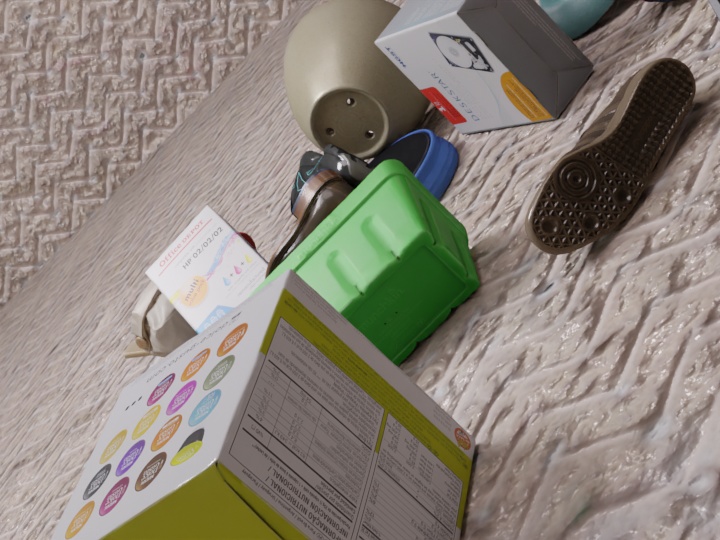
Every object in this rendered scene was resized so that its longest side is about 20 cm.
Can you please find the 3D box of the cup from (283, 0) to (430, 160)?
[{"bbox_3d":[-0.007,-0.216,1.529,0.200,0.200,0.144,-36,24,28],"label":"cup"}]

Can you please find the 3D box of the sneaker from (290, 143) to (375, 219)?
[{"bbox_3d":[-0.033,-0.094,1.432,0.080,0.075,0.200,-63,14,-7],"label":"sneaker"}]

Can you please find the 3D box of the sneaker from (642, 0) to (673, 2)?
[{"bbox_3d":[0.333,-0.354,1.247,0.201,0.070,0.082,-54,21,-14],"label":"sneaker"}]

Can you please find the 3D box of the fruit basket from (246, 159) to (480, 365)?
[{"bbox_3d":[0.000,0.000,1.173,0.214,0.155,0.217,-27,41,27],"label":"fruit basket"}]

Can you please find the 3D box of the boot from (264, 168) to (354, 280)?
[{"bbox_3d":[-0.042,0.001,1.336,0.097,0.074,0.202,38,121,36],"label":"boot"}]

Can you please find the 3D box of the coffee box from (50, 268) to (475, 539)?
[{"bbox_3d":[-0.066,0.165,0.861,0.199,0.200,0.199,-35,22,31],"label":"coffee box"}]

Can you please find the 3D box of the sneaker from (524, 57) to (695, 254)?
[{"bbox_3d":[0.205,-0.086,1.027,0.200,0.070,0.076,-47,-1,-12],"label":"sneaker"}]

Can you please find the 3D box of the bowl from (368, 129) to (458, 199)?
[{"bbox_3d":[0.026,-0.082,1.423,0.200,0.039,0.201,-41,19,18],"label":"bowl"}]

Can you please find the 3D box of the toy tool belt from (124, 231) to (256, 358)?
[{"bbox_3d":[-0.227,0.034,1.616,0.122,0.125,0.201,-12,37,46],"label":"toy tool belt"}]

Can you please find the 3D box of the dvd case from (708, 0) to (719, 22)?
[{"bbox_3d":[0.366,-0.237,1.016,0.150,0.025,0.201,-38,21,23],"label":"dvd case"}]

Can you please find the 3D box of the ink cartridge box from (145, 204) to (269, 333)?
[{"bbox_3d":[-0.174,0.007,1.474,0.115,0.068,0.200,-47,54,-2],"label":"ink cartridge box"}]

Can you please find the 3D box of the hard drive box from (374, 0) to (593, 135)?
[{"bbox_3d":[0.128,-0.231,1.324,0.077,0.156,0.200,-52,18,-14],"label":"hard drive box"}]

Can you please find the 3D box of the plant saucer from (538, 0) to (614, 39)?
[{"bbox_3d":[0.254,-0.357,1.390,0.200,0.036,0.201,-53,24,36],"label":"plant saucer"}]
